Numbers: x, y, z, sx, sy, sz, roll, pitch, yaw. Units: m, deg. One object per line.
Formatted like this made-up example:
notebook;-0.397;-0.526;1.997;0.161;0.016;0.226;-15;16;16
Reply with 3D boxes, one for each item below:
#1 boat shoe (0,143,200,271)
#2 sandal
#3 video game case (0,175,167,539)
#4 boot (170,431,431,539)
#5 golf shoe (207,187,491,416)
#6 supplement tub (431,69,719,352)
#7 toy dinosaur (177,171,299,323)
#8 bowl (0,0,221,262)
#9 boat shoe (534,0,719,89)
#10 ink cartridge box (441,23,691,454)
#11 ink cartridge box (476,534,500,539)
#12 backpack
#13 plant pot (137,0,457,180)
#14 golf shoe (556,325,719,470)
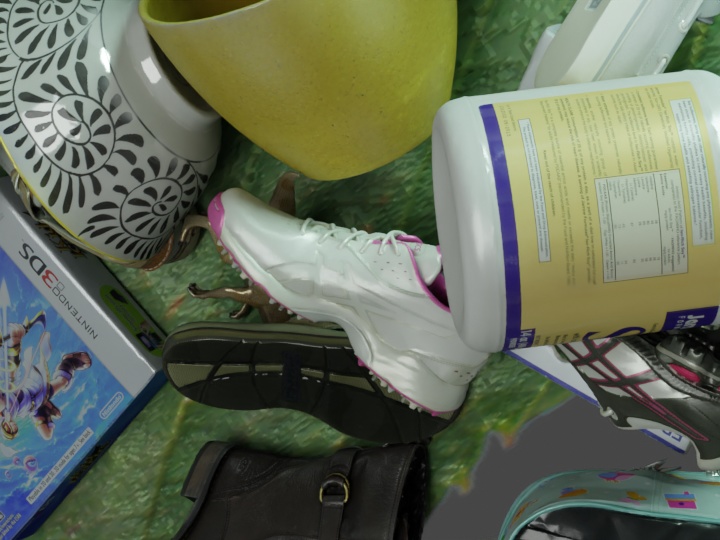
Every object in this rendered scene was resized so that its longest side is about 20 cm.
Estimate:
boat shoe;-0.201;-0.072;1.660;0.199;0.068;0.075;34;116;19
sandal;-0.028;0.058;1.588;0.199;0.058;0.080;12;125;-2
video game case;-0.248;0.065;1.725;0.181;0.045;0.200;48;116;11
boot;-0.044;0.194;1.603;0.173;0.069;0.201;2;67;28
golf shoe;0.000;0.000;1.505;0.199;0.075;0.092;36;110;-4
supplement tub;0.147;-0.036;1.378;0.198;0.145;0.147;-7;99;-3
toy dinosaur;-0.063;-0.013;1.605;0.101;0.058;0.201;22;135;21
bowl;-0.147;-0.117;1.555;0.094;0.201;0.202;-27;88;24
boat shoe;0.184;-0.168;1.443;0.068;0.072;0.201;35;84;-21
ink cartridge box;0.163;-0.020;1.511;0.196;0.043;0.201;30;114;16
ink cartridge box;0.072;0.284;1.616;0.175;0.045;0.202;-14;94;26
backpack;0.172;0.205;1.482;0.198;0.153;0.177;6;107;-2
plant pot;-0.019;-0.142;1.508;0.199;0.200;0.143;-12;117;27
golf shoe;0.151;0.049;1.471;0.199;0.077;0.089;29;122;18
